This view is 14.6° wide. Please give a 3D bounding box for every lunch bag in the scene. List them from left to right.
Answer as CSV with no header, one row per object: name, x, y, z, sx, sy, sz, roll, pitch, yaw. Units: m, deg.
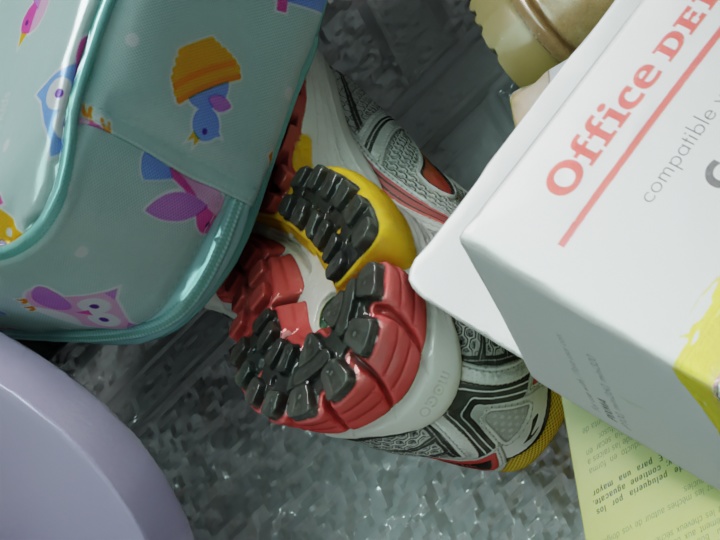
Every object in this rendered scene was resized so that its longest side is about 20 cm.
lunch bag,-0.081,-0.081,0.788,0.160,0.077,0.201,-3,65,50

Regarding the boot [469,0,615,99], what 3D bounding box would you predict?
boot,0.100,-0.157,0.765,0.200,0.066,0.176,-41,55,21

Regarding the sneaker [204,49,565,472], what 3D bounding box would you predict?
sneaker,0.000,0.000,0.774,0.078,0.082,0.200,-58,25,17

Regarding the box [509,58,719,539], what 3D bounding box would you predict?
box,0.090,0.028,0.680,0.075,0.050,0.201,-31,50,29

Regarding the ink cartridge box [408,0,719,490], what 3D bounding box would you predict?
ink cartridge box,0.105,-0.009,0.612,0.199,0.068,0.117,30,74,32

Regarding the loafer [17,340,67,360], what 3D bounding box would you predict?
loafer,-0.104,-0.029,0.904,0.200,0.073,0.072,-45,22,13

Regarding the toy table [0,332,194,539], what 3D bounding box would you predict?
toy table,-0.155,0.085,0.739,0.199,0.117,0.185,-1,111,31
